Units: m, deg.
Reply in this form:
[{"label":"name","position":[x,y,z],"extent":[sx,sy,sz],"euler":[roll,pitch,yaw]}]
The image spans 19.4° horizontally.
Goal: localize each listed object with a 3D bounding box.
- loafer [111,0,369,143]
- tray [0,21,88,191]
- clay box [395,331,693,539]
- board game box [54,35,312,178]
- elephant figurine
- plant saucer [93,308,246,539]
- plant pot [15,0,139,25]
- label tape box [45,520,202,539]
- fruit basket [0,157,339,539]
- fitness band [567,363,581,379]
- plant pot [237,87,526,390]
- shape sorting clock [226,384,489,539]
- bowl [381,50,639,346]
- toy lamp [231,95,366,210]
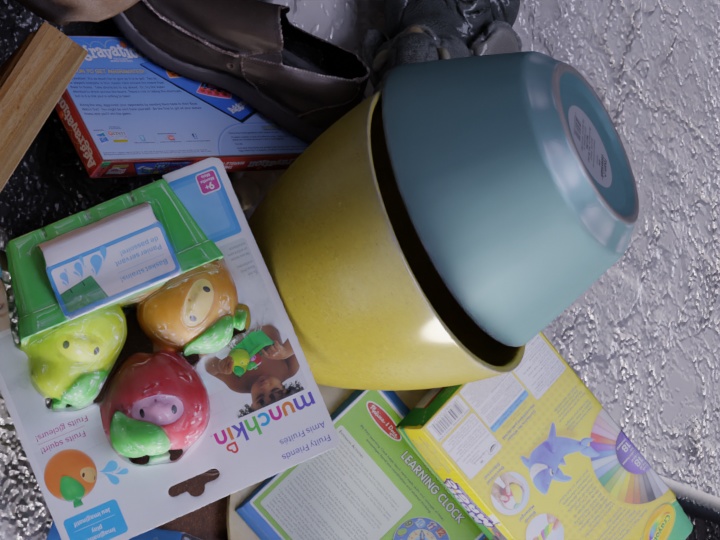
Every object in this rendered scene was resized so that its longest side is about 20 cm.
[{"label":"loafer","position":[-0.077,-0.160,1.396],"extent":[0.200,0.071,0.073],"euler":[27,39,-22]},{"label":"tray","position":[-0.236,-0.047,1.232],"extent":[0.037,0.099,0.200],"euler":[35,61,-15]},{"label":"clay box","position":[0.129,0.142,1.445],"extent":[0.115,0.048,0.200],"euler":[-44,105,-21]},{"label":"board game box","position":[-0.117,-0.109,1.385],"extent":[0.200,0.019,0.103],"euler":[-5,59,-46]},{"label":"elephant figurine","position":[0.051,-0.152,1.533],"extent":[0.155,0.141,0.200],"euler":[24,60,-28]},{"label":"plant saucer","position":[-0.107,0.107,1.407],"extent":[0.200,0.034,0.201],"euler":[-11,105,-46]},{"label":"plant pot","position":[-0.199,-0.256,1.223],"extent":[0.198,0.200,0.201],"euler":[39,61,-49]},{"label":"label tape box","position":[-0.116,0.245,1.324],"extent":[0.200,0.063,0.144],"euler":[26,71,-17]},{"label":"fruit basket","position":[-0.132,0.052,1.298],"extent":[0.185,0.094,0.200],"euler":[-22,83,-11]},{"label":"fitness band","position":[0.109,0.084,1.557],"extent":[0.037,0.200,0.144],"euler":[-48,162,-15]},{"label":"plant pot","position":[0.000,0.000,1.384],"extent":[0.200,0.142,0.200],"euler":[47,29,-36]},{"label":"shape sorting clock","position":[0.004,0.163,1.442],"extent":[0.200,0.039,0.200],"euler":[-1,93,-17]},{"label":"bowl","position":[0.108,-0.062,1.365],"extent":[0.201,0.105,0.201],"euler":[47,30,-37]},{"label":"toy lamp","position":[-0.062,-0.069,1.464],"extent":[0.200,0.058,0.058],"euler":[-47,122,-38]}]
